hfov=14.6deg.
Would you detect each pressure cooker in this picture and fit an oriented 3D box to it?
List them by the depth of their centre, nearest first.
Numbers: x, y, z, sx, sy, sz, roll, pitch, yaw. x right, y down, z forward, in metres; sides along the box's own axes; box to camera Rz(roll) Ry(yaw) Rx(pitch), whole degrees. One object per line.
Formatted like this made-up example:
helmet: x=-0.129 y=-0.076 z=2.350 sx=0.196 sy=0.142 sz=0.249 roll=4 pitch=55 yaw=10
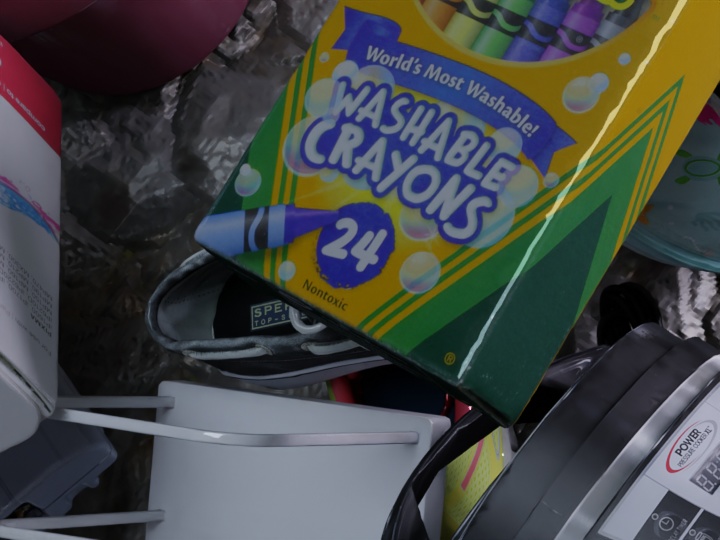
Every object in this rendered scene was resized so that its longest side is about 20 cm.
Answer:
pressure cooker: x=0.106 y=0.119 z=0.997 sx=0.200 sy=0.176 sz=0.179 roll=35 pitch=99 yaw=16

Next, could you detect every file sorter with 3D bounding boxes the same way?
file sorter: x=-0.064 y=0.146 z=1.058 sx=0.139 sy=0.124 sz=0.200 roll=6 pitch=90 yaw=37

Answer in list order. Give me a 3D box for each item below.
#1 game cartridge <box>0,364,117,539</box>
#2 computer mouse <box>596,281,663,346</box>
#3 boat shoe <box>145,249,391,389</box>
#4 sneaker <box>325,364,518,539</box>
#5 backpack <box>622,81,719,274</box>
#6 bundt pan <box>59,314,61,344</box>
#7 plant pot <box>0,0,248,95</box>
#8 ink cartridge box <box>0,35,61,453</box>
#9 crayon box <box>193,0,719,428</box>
game cartridge: x=-0.209 y=0.091 z=1.155 sx=0.200 sy=0.041 sz=0.133 roll=-40 pitch=55 yaw=3
computer mouse: x=0.191 y=0.036 z=1.092 sx=0.200 sy=0.044 sz=0.110 roll=-15 pitch=63 yaw=17
boat shoe: x=0.000 y=-0.003 z=1.055 sx=0.199 sy=0.068 sz=0.074 roll=-12 pitch=72 yaw=43
sneaker: x=0.019 y=0.020 z=1.145 sx=0.078 sy=0.090 sz=0.200 roll=-22 pitch=61 yaw=14
backpack: x=0.118 y=-0.092 z=1.103 sx=0.151 sy=0.177 sz=0.200 roll=-42 pitch=60 yaw=30
bundt pan: x=-0.219 y=0.039 z=1.244 sx=0.202 sy=0.076 sz=0.202 roll=-8 pitch=65 yaw=19
plant pot: x=-0.136 y=-0.171 z=1.239 sx=0.200 sy=0.179 sz=0.200 roll=-8 pitch=66 yaw=19
ink cartridge box: x=-0.195 y=0.002 z=1.086 sx=0.148 sy=0.086 sz=0.200 roll=-32 pitch=32 yaw=17
crayon box: x=0.047 y=-0.063 z=0.982 sx=0.126 sy=0.052 sz=0.200 roll=28 pitch=83 yaw=33
